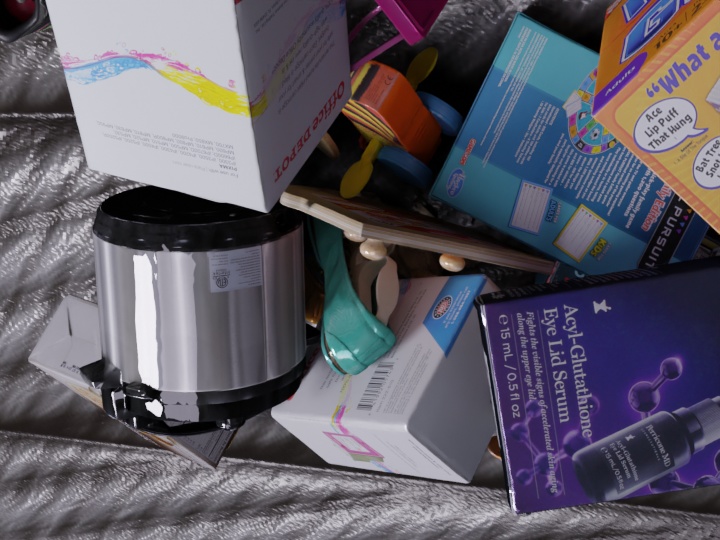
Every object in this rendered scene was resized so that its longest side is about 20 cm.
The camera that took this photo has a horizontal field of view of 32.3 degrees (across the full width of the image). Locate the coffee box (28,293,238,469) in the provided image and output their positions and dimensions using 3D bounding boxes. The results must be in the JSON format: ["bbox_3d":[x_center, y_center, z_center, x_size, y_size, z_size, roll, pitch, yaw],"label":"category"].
[{"bbox_3d":[-0.218,0.114,1.249,0.114,0.080,0.200,16,160,36],"label":"coffee box"}]

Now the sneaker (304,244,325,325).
[{"bbox_3d":[-0.066,0.002,1.164,0.198,0.088,0.076,13,98,-12],"label":"sneaker"}]

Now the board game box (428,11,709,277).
[{"bbox_3d":[0.172,-0.080,0.941,0.198,0.047,0.152,27,98,2],"label":"board game box"}]

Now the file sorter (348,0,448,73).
[{"bbox_3d":[-0.037,-0.249,0.890,0.125,0.139,0.200,-26,113,40],"label":"file sorter"}]

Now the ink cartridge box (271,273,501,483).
[{"bbox_3d":[0.033,0.087,1.042,0.085,0.145,0.199,42,155,-28],"label":"ink cartridge box"}]

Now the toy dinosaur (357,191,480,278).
[{"bbox_3d":[0.062,-0.002,1.118,0.100,0.058,0.201,-1,125,46],"label":"toy dinosaur"}]

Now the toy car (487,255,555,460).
[{"bbox_3d":[0.180,0.122,1.050,0.175,0.201,0.185,23,134,5],"label":"toy car"}]

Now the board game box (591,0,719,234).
[{"bbox_3d":[0.286,-0.134,0.763,0.199,0.200,0.200,40,121,-10],"label":"board game box"}]

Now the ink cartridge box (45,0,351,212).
[{"bbox_3d":[-0.100,-0.167,0.795,0.143,0.146,0.201,13,134,20],"label":"ink cartridge box"}]

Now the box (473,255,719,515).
[{"bbox_3d":[0.189,0.076,0.874,0.198,0.104,0.150,-10,92,5],"label":"box"}]

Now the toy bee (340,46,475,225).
[{"bbox_3d":[0.026,-0.104,1.004,0.108,0.131,0.201,25,150,38],"label":"toy bee"}]

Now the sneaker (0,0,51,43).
[{"bbox_3d":[-0.263,-0.264,1.022,0.076,0.084,0.201,28,134,0],"label":"sneaker"}]

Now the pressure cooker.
[{"bbox_3d":[-0.131,0.038,1.018,0.174,0.179,0.202,2,107,12],"label":"pressure cooker"}]

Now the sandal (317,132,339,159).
[{"bbox_3d":[-0.069,-0.188,1.001,0.212,0.070,0.078,46,173,14],"label":"sandal"}]

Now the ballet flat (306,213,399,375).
[{"bbox_3d":[0.000,0.000,1.038,0.070,0.201,0.067,-28,130,18],"label":"ballet flat"}]

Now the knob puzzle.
[{"bbox_3d":[0.022,-0.029,0.967,0.217,0.220,0.031,17,98,12],"label":"knob puzzle"}]

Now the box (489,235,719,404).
[{"bbox_3d":[0.205,0.046,0.980,0.136,0.201,0.038,27,161,3],"label":"box"}]
